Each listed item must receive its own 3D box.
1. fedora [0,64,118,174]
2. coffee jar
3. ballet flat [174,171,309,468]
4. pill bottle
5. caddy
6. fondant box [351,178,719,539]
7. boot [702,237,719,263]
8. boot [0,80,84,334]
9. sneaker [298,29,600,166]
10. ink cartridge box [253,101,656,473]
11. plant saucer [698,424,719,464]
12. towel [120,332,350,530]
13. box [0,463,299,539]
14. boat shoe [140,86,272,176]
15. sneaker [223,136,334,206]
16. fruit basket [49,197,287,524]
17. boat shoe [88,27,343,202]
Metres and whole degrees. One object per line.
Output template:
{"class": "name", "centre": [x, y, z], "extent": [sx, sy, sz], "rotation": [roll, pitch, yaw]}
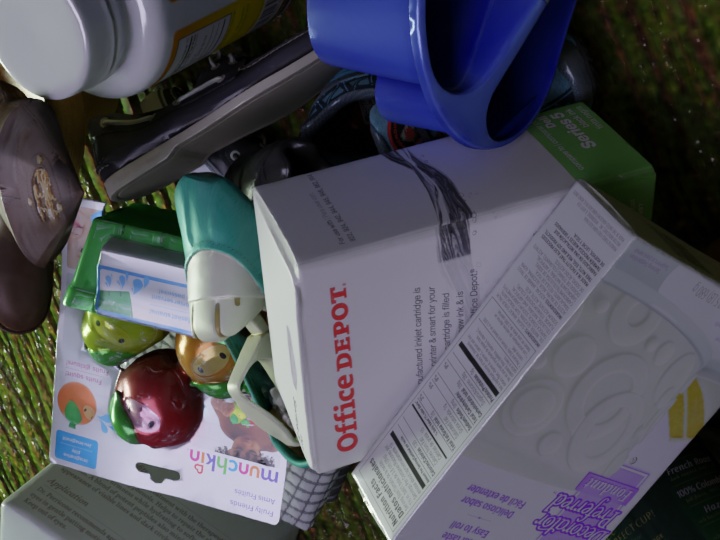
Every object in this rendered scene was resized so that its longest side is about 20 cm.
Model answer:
{"class": "fedora", "centre": [-0.235, -0.148, 0.898], "extent": [0.200, 0.081, 0.202], "rotation": [26, 127, 40]}
{"class": "coffee jar", "centre": [0.169, 0.129, 0.751], "extent": [0.201, 0.085, 0.105], "rotation": [61, 143, 26]}
{"class": "ballet flat", "centre": [-0.062, 0.037, 0.737], "extent": [0.067, 0.070, 0.201], "rotation": [-13, 115, 38]}
{"class": "pill bottle", "centre": [-0.128, -0.174, 0.741], "extent": [0.108, 0.200, 0.110], "rotation": [16, 125, 25]}
{"class": "caddy", "centre": [0.061, -0.162, 0.631], "extent": [0.104, 0.202, 0.141], "rotation": [9, 165, 37]}
{"class": "fondant box", "centre": [0.111, 0.068, 0.647], "extent": [0.201, 0.144, 0.058], "rotation": [-53, 40, 17]}
{"class": "boot", "centre": [0.270, 0.058, 0.694], "extent": [0.200, 0.074, 0.155], "rotation": [46, 128, -1]}
{"class": "boot", "centre": [-0.210, -0.023, 0.769], "extent": [0.200, 0.064, 0.188], "rotation": [28, 127, 60]}
{"class": "sneaker", "centre": [0.048, -0.090, 0.740], "extent": [0.199, 0.096, 0.080], "rotation": [-7, 116, 38]}
{"class": "ink cartridge box", "centre": [0.050, 0.009, 0.670], "extent": [0.084, 0.198, 0.147], "rotation": [-122, 22, -49]}
{"class": "plant saucer", "centre": [0.214, 0.195, 0.828], "extent": [0.199, 0.050, 0.202], "rotation": [17, 124, 26]}
{"class": "towel", "centre": [-0.085, 0.083, 0.947], "extent": [0.199, 0.086, 0.166], "rotation": [32, 132, 12]}
{"class": "box", "centre": [-0.187, 0.266, 1.066], "extent": [0.198, 0.171, 0.201], "rotation": [30, 130, 17]}
{"class": "boat shoe", "centre": [-0.073, -0.063, 0.870], "extent": [0.057, 0.069, 0.200], "rotation": [-44, 84, 10]}
{"class": "sneaker", "centre": [0.000, 0.000, 0.749], "extent": [0.200, 0.076, 0.091], "rotation": [43, 154, -10]}
{"class": "fruit basket", "centre": [-0.131, 0.062, 0.833], "extent": [0.184, 0.094, 0.202], "rotation": [13, 101, 15]}
{"class": "boat shoe", "centre": [-0.094, -0.119, 0.806], "extent": [0.199, 0.073, 0.063], "rotation": [-30, 80, 12]}
